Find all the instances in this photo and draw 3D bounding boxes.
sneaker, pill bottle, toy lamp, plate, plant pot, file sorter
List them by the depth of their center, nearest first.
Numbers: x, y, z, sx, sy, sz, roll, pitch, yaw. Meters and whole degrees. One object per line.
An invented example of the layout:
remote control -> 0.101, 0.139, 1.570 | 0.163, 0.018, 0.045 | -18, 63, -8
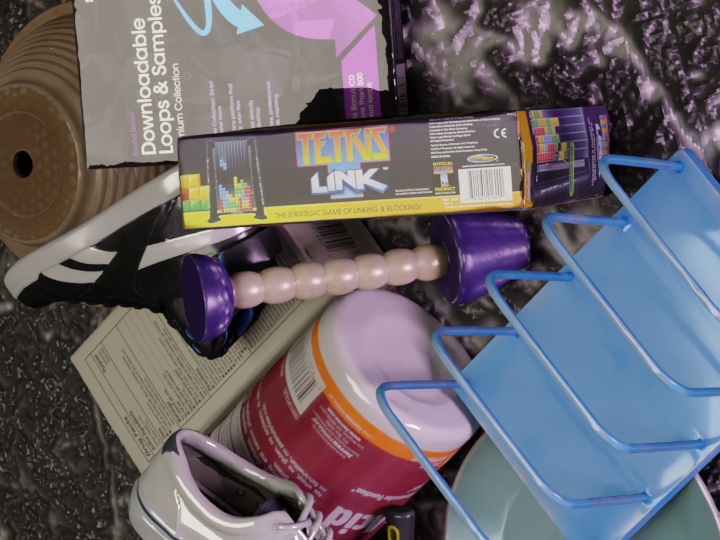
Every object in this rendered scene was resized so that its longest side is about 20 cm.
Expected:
file sorter -> 0.129, 0.049, 1.628 | 0.200, 0.123, 0.139 | -46, 67, 22
toy lamp -> 0.000, 0.000, 1.705 | 0.058, 0.199, 0.058 | 171, 90, -72
sneaker -> -0.042, 0.164, 1.706 | 0.200, 0.073, 0.071 | 31, 130, 6
plate -> 0.135, 0.170, 1.727 | 0.200, 0.026, 0.201 | 7, 101, 38
sneaker -> -0.128, 0.013, 1.781 | 0.200, 0.073, 0.112 | -29, 92, 44
pill bottle -> -0.027, 0.113, 1.786 | 0.200, 0.114, 0.114 | -47, 69, 33
plant pot -> -0.183, -0.071, 1.893 | 0.200, 0.093, 0.202 | 8, 103, 37

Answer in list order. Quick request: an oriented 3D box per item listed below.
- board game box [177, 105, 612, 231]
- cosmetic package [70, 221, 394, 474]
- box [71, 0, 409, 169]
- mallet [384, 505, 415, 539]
board game box -> 0.022, -0.059, 1.657 | 0.199, 0.165, 0.057 | -3, 94, 21
cosmetic package -> -0.079, 0.031, 1.839 | 0.200, 0.073, 0.104 | -45, 69, 34
box -> -0.073, -0.137, 1.785 | 0.199, 0.036, 0.144 | -3, 96, 15
mallet -> 0.018, 0.236, 1.768 | 0.066, 0.041, 0.201 | 2, 102, 43
